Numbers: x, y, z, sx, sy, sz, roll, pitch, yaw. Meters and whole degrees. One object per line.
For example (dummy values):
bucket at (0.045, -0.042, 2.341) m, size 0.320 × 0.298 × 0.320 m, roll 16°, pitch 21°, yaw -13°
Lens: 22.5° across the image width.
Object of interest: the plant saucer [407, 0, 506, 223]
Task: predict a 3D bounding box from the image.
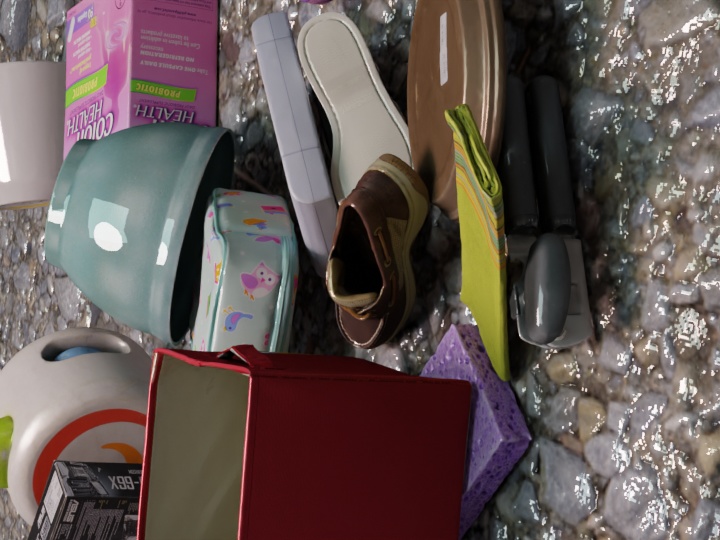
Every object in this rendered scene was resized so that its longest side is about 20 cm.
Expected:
plant saucer at (0.065, -0.134, 1.307) m, size 0.200 × 0.029 × 0.201 m, roll -179°, pitch 90°, yaw -78°

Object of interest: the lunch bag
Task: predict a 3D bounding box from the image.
lunch bag at (-0.101, 0.024, 1.546) m, size 0.200 × 0.077 × 0.161 m, roll -110°, pitch 26°, yaw -71°

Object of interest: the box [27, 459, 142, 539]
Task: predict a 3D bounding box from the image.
box at (-0.235, 0.270, 1.707) m, size 0.050 × 0.157 × 0.201 m, roll 59°, pitch 135°, yaw 46°

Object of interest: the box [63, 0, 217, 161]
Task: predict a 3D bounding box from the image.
box at (-0.223, -0.182, 1.817) m, size 0.176 × 0.096 × 0.201 m, roll -15°, pitch 73°, yaw 59°

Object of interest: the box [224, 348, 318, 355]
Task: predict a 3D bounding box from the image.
box at (-0.077, 0.162, 1.481) m, size 0.041 × 0.118 × 0.201 m, roll 48°, pitch 126°, yaw 52°

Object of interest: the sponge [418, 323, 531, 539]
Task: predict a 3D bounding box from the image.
sponge at (0.053, 0.145, 1.342) m, size 0.200 × 0.030 × 0.112 m, roll -60°, pitch 38°, yaw 38°

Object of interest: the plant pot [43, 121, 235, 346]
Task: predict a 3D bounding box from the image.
plant pot at (-0.204, -0.047, 1.633) m, size 0.200 × 0.133 × 0.201 m, roll 15°, pitch -90°, yaw -86°

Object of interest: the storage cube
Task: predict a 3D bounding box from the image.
storage cube at (-0.044, 0.154, 1.303) m, size 0.171 × 0.179 × 0.201 m, roll 6°, pitch 92°, yaw 60°

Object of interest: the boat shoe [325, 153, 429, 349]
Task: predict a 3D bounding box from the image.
boat shoe at (0.000, 0.000, 1.362) m, size 0.072 × 0.072 × 0.200 m, roll 39°, pitch 146°, yaw 17°

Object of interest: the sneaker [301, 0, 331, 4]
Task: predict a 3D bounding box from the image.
sneaker at (-0.041, -0.312, 1.541) m, size 0.088 × 0.080 × 0.201 m, roll 140°, pitch 128°, yaw -61°

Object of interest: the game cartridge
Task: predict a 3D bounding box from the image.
game cartridge at (-0.050, -0.108, 1.492) m, size 0.133 × 0.041 × 0.201 m, roll 82°, pitch 174°, yaw -56°

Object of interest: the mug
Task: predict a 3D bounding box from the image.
mug at (-0.379, -0.150, 2.087) m, size 0.149 × 0.186 × 0.154 m, roll -9°, pitch 86°, yaw 27°

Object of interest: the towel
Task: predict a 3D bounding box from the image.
towel at (0.081, -0.015, 1.232) m, size 0.201 × 0.018 × 0.086 m, roll 82°, pitch 173°, yaw -50°

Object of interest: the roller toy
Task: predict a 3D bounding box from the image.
roller toy at (-0.265, 0.156, 1.756) m, size 0.182 × 0.200 × 0.140 m, roll -42°, pitch 38°, yaw 1°

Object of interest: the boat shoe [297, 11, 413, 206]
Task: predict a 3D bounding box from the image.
boat shoe at (0.002, -0.107, 1.442) m, size 0.060 × 0.074 × 0.201 m, roll 47°, pitch -160°, yaw -74°

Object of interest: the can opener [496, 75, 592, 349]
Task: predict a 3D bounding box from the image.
can opener at (0.125, -0.043, 1.220) m, size 0.067 × 0.052 × 0.201 m, roll 119°, pitch 148°, yaw -63°
